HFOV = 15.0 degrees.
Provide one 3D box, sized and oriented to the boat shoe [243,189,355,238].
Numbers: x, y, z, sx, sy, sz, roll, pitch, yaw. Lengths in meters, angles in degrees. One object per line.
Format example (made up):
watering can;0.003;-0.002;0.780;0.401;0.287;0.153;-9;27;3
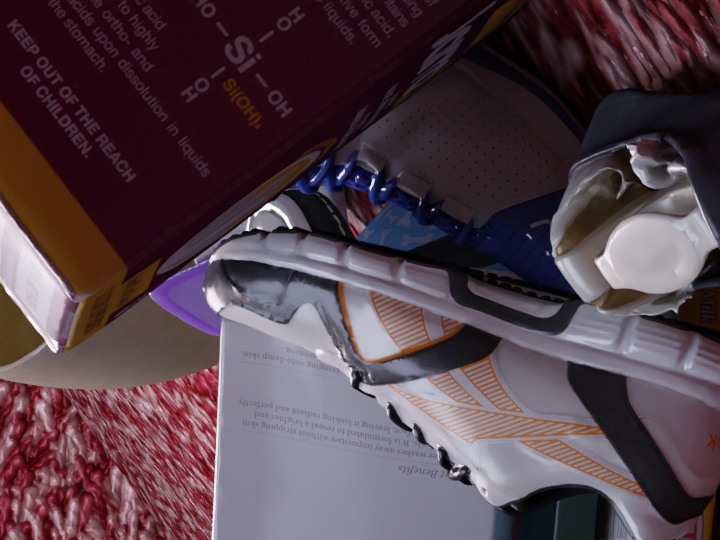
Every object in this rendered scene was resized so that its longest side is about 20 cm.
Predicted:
boat shoe;0.009;0.052;1.108;0.076;0.060;0.201;22;133;58

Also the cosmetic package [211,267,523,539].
cosmetic package;0.004;0.099;1.037;0.081;0.112;0.201;-61;-21;-62

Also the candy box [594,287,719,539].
candy box;0.093;0.060;1.022;0.026;0.103;0.200;10;174;-10

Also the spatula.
spatula;0.000;0.000;1.126;0.199;0.021;0.056;-10;146;40

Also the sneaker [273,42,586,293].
sneaker;-0.002;-0.049;0.990;0.200;0.115;0.081;49;169;1

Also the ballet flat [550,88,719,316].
ballet flat;0.094;-0.020;0.833;0.073;0.073;0.200;55;168;-7

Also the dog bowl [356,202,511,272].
dog bowl;0.032;0.022;1.232;0.112;0.049;0.200;53;169;2

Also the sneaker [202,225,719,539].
sneaker;0.032;0.037;0.916;0.199;0.080;0.074;16;-177;23

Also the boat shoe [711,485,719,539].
boat shoe;0.130;0.125;1.023;0.064;0.071;0.200;46;-164;-3

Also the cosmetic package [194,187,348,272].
cosmetic package;-0.063;-0.099;1.114;0.200;0.074;0.102;67;-169;-50

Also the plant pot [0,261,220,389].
plant pot;-0.100;-0.026;1.344;0.134;0.201;0.200;22;-173;-33

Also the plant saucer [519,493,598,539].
plant saucer;0.068;0.126;0.992;0.070;0.019;0.201;-178;93;-83

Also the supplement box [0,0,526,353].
supplement box;-0.045;-0.077;0.878;0.103;0.200;0.131;52;168;3
